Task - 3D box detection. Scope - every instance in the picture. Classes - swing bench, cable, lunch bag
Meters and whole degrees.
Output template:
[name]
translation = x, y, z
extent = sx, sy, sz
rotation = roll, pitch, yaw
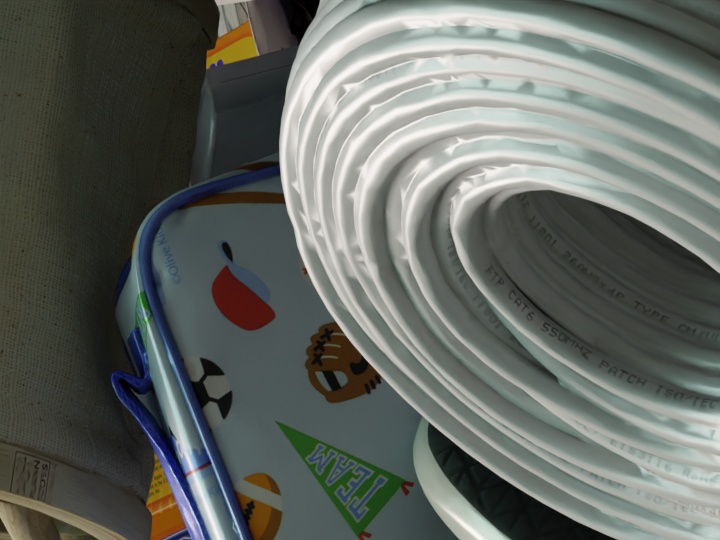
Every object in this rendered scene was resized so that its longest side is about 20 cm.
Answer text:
[swing bench]
translation = -0.124, 0.001, 0.796
extent = 0.200, 0.129, 0.200
rotation = 136, 143, -65
[cable]
translation = 0.071, -0.010, 0.522
extent = 0.199, 0.069, 0.200
rotation = 8, 143, 41
[lunch bag]
translation = 0.011, 0.050, 0.709
extent = 0.076, 0.159, 0.201
rotation = 127, 121, -73

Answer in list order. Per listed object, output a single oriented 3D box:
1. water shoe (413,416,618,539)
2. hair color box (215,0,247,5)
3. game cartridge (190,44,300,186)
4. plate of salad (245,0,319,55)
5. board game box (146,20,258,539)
[water shoe]
translation = 0.097, 0.096, 0.629
extent = 0.199, 0.071, 0.079
rotation = 27, 145, 31
[hair color box]
translation = -0.053, -0.149, 0.916
extent = 0.109, 0.199, 0.065
rotation = -23, 83, 60
[game cartridge]
translation = 0.000, 0.000, 0.904
extent = 0.041, 0.132, 0.201
rotation = -109, 7, -54
[plate of salad]
translation = 0.008, -0.102, 1.053
extent = 0.200, 0.048, 0.201
rotation = 40, -140, -45
[board game box]
translation = -0.054, 0.026, 1.133
extent = 0.200, 0.199, 0.201
rotation = 20, -132, -62
